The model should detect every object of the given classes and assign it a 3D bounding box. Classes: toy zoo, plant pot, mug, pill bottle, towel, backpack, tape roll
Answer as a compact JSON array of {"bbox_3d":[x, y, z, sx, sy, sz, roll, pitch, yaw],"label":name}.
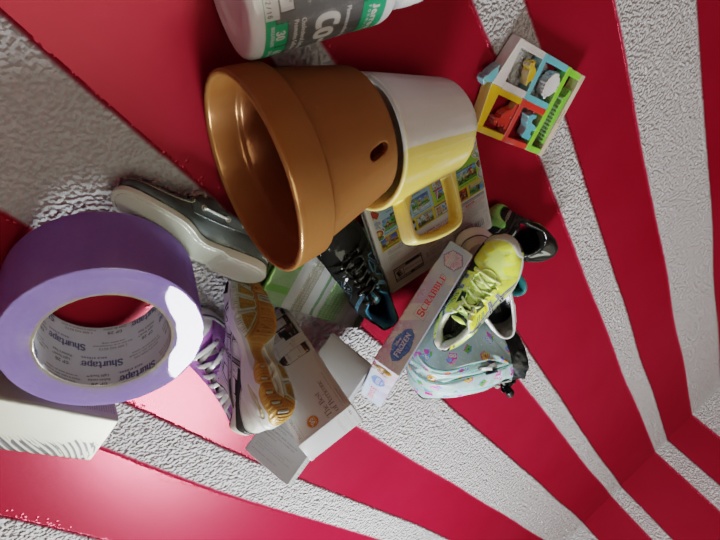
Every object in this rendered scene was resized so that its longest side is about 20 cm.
[{"bbox_3d":[0.231,-0.248,0.852,0.197,0.020,0.133,6,118,-40],"label":"toy zoo"},{"bbox_3d":[-0.054,-0.121,0.608,0.138,0.200,0.203,-27,135,-24],"label":"plant pot"},{"bbox_3d":[0.058,-0.147,0.715,0.151,0.148,0.190,-20,127,-35],"label":"mug"},{"bbox_3d":[-0.034,-0.279,0.556,0.197,0.113,0.115,-24,134,-19],"label":"pill bottle"},{"bbox_3d":[-0.040,-0.002,0.837,0.198,0.031,0.151,21,106,-43],"label":"towel"},{"bbox_3d":[0.168,0.134,1.014,0.195,0.169,0.128,-13,137,-9],"label":"backpack"},{"bbox_3d":[-0.268,0.045,0.622,0.196,0.086,0.203,-14,138,-13],"label":"tape roll"}]

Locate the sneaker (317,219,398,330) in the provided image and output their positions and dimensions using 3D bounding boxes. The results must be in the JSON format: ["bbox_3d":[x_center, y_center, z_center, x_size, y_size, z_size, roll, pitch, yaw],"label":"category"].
[{"bbox_3d":[0.000,0.000,0.788,0.073,0.082,0.201,-39,134,-5],"label":"sneaker"}]

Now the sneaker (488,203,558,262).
[{"bbox_3d":[0.277,-0.046,0.999,0.197,0.084,0.078,15,114,-43],"label":"sneaker"}]

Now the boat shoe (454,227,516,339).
[{"bbox_3d":[0.199,0.023,0.900,0.072,0.066,0.201,-27,127,10],"label":"boat shoe"}]

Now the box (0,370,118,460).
[{"bbox_3d":[-0.375,0.144,0.651,0.069,0.082,0.199,-50,136,10],"label":"box"}]

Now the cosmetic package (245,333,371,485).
[{"bbox_3d":[-0.071,0.202,0.861,0.201,0.080,0.113,-53,172,-20],"label":"cosmetic package"}]

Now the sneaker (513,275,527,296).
[{"bbox_3d":[0.202,-0.012,0.966,0.197,0.080,0.078,22,107,-35],"label":"sneaker"}]

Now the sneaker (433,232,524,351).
[{"bbox_3d":[0.165,0.039,0.834,0.076,0.074,0.203,-45,162,-55],"label":"sneaker"}]

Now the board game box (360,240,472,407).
[{"bbox_3d":[0.076,0.084,0.861,0.201,0.041,0.201,-55,171,-23],"label":"board game box"}]

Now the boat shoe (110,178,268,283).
[{"bbox_3d":[-0.184,-0.053,0.671,0.072,0.063,0.198,-19,142,39],"label":"boat shoe"}]

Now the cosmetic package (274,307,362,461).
[{"bbox_3d":[-0.084,0.139,0.780,0.082,0.200,0.051,-37,138,-6],"label":"cosmetic package"}]

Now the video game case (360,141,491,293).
[{"bbox_3d":[0.094,-0.091,0.842,0.198,0.023,0.185,-32,126,-16],"label":"video game case"}]

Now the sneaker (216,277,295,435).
[{"bbox_3d":[-0.146,0.099,0.724,0.087,0.204,0.075,-32,149,27],"label":"sneaker"}]

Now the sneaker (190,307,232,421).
[{"bbox_3d":[-0.174,0.138,0.775,0.072,0.115,0.202,-34,135,-7],"label":"sneaker"}]
